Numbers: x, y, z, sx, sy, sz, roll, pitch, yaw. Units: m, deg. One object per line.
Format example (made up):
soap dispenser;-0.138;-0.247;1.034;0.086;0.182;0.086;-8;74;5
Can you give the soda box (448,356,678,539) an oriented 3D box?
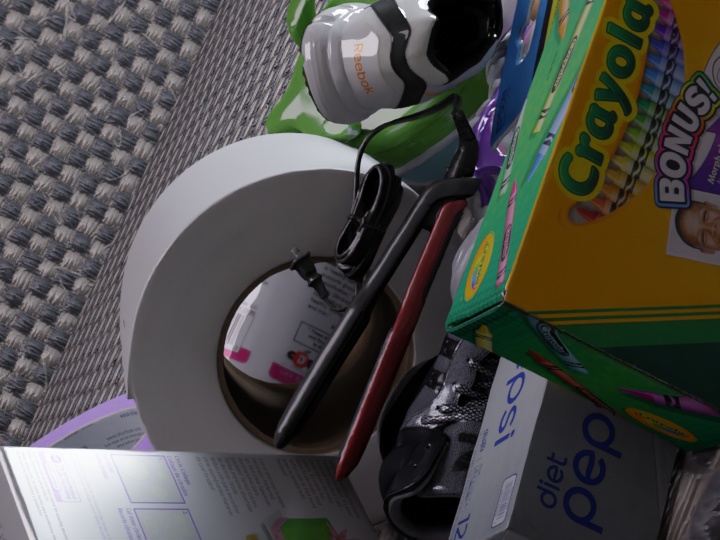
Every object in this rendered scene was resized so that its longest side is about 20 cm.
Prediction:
soda box;0.101;0.041;0.794;0.063;0.068;0.201;-43;25;59

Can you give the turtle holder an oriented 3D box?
turtle holder;0.028;-0.107;1.156;0.186;0.131;0.141;-55;45;7

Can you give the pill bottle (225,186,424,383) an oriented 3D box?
pill bottle;-0.031;-0.003;1.280;0.202;0.113;0.113;-66;14;-9

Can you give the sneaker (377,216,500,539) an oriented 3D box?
sneaker;0.065;0.060;0.896;0.114;0.075;0.201;-84;18;-53

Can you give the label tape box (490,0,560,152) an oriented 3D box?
label tape box;0.152;-0.146;0.914;0.200;0.066;0.144;-41;26;47

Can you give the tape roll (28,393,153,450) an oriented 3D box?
tape roll;-0.190;0.162;1.310;0.199;0.066;0.200;-28;15;8

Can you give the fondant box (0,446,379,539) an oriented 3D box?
fondant box;-0.073;0.156;0.875;0.058;0.199;0.145;-57;45;32

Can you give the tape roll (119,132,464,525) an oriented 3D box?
tape roll;-0.033;0.032;1.042;0.204;0.201;0.139;-62;13;7

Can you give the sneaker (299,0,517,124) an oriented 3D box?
sneaker;0.050;-0.128;0.977;0.079;0.074;0.200;-7;21;33

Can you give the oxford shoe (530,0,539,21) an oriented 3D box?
oxford shoe;0.108;-0.202;1.201;0.071;0.073;0.200;-61;14;9

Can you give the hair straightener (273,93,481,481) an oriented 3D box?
hair straightener;0.000;0.000;0.935;0.041;0.076;0.202;5;-72;-81

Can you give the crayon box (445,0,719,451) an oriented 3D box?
crayon box;0.124;-0.044;0.752;0.058;0.118;0.202;-32;34;65

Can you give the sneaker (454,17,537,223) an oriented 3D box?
sneaker;0.109;-0.086;0.992;0.088;0.080;0.201;-43;22;37
